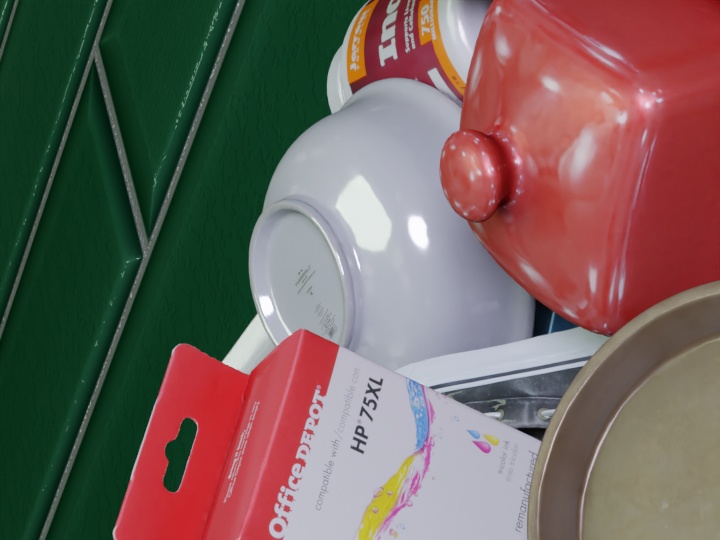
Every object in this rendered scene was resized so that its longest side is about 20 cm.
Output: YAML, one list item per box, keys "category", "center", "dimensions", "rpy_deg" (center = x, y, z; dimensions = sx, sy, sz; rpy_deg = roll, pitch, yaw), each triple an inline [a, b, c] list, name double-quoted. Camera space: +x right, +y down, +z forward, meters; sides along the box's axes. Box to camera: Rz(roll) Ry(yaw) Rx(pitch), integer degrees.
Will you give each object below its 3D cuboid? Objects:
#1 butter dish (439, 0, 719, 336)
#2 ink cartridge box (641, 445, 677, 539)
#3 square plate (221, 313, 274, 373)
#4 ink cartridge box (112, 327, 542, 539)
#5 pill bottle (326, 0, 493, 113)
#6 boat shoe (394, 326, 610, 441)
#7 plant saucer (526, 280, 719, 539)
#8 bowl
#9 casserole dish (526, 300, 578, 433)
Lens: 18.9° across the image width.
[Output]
- category: "butter dish"
  center: [0.106, -0.055, 1.025]
  dimensions: [0.199, 0.147, 0.201]
  rpy_deg: [46, 138, 48]
- category: "ink cartridge box"
  center: [0.143, 0.194, 1.015]
  dimensions: [0.117, 0.067, 0.201]
  rpy_deg: [142, 131, -60]
- category: "square plate"
  center: [-0.037, 0.045, 1.414]
  dimensions: [0.200, 0.028, 0.198]
  rpy_deg: [-51, 15, 16]
- category: "ink cartridge box"
  center: [-0.004, 0.110, 1.024]
  dimensions: [0.067, 0.199, 0.117]
  rpy_deg: [-41, 28, 55]
- category: "pill bottle"
  center: [0.057, -0.124, 1.258]
  dimensions: [0.200, 0.112, 0.114]
  rpy_deg: [159, 116, -64]
- category: "boat shoe"
  center: [0.068, 0.084, 1.127]
  dimensions: [0.199, 0.072, 0.071]
  rpy_deg: [-22, 49, 30]
- category: "plant saucer"
  center: [0.164, 0.101, 0.940]
  dimensions: [0.199, 0.029, 0.201]
  rpy_deg: [-14, 64, 31]
- category: "bowl"
  center: [0.000, 0.000, 1.201]
  dimensions: [0.201, 0.090, 0.203]
  rpy_deg: [26, 122, 50]
- category: "casserole dish"
  center: [0.092, 0.025, 1.221]
  dimensions: [0.121, 0.039, 0.202]
  rpy_deg: [-155, 73, -64]
